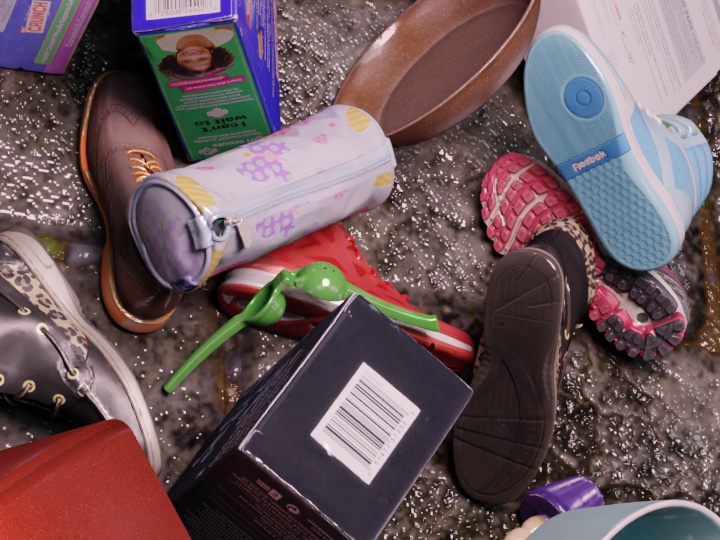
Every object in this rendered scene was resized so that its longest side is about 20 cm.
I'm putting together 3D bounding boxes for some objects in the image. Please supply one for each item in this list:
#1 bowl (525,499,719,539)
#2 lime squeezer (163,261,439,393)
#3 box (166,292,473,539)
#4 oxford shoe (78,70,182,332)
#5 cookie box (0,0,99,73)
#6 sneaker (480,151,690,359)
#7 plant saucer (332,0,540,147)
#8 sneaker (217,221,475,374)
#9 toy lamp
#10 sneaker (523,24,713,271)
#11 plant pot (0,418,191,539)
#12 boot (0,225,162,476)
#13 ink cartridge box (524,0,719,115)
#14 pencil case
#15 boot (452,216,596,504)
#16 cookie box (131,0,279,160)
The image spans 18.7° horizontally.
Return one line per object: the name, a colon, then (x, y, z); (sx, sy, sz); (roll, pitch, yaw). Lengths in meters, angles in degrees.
bowl: (0.168, 0.248, 1.539); (0.201, 0.105, 0.201); (-10, 106, -39)
lime squeezer: (-0.048, 0.031, 1.538); (0.200, 0.071, 0.038); (-14, 39, -4)
box: (-0.040, 0.131, 1.453); (0.107, 0.200, 0.148); (40, 55, -5)
oxford shoe: (-0.153, -0.060, 1.560); (0.071, 0.073, 0.200); (-2, 68, -27)
cookie box: (-0.228, -0.268, 1.560); (0.075, 0.171, 0.200); (6, 66, -20)
sneaker: (0.175, -0.014, 1.716); (0.200, 0.081, 0.075); (45, 27, -3)
plant saucer: (0.064, -0.158, 1.653); (0.037, 0.200, 0.200); (47, 53, -25)
sneaker: (0.000, 0.000, 1.610); (0.200, 0.078, 0.116); (21, 61, -19)
toy lamp: (0.099, 0.210, 1.578); (0.200, 0.058, 0.058); (-31, 84, -32)
sneaker: (0.200, -0.110, 1.668); (0.131, 0.079, 0.200); (-44, 113, -51)
plant pot: (-0.204, 0.201, 1.329); (0.176, 0.200, 0.200); (-44, 112, -52)
boot: (-0.240, 0.081, 1.453); (0.154, 0.073, 0.204); (-27, 75, -32)
ink cartridge box: (0.207, -0.221, 1.763); (0.176, 0.084, 0.200); (-41, 121, -35)
pencil case: (-0.066, -0.054, 1.518); (0.200, 0.091, 0.083); (-25, 89, -43)
boot: (0.126, 0.061, 1.631); (0.073, 0.200, 0.151); (10, 19, 14)
cookie box: (-0.109, -0.198, 1.560); (0.075, 0.200, 0.171); (-6, 66, 6)
